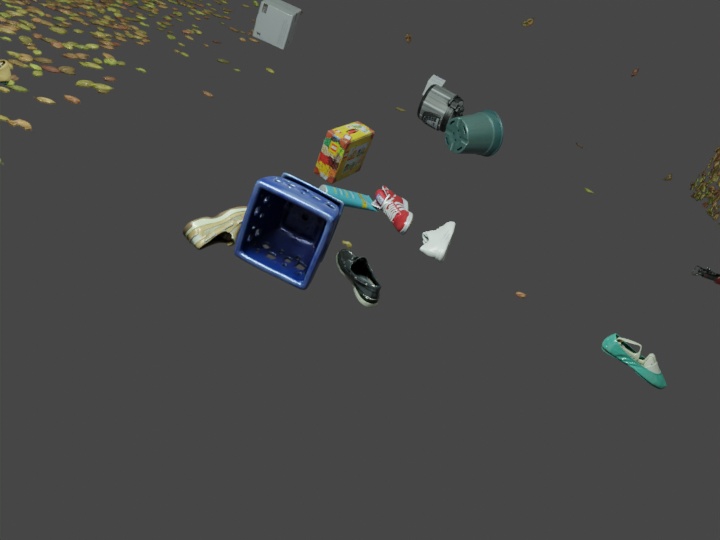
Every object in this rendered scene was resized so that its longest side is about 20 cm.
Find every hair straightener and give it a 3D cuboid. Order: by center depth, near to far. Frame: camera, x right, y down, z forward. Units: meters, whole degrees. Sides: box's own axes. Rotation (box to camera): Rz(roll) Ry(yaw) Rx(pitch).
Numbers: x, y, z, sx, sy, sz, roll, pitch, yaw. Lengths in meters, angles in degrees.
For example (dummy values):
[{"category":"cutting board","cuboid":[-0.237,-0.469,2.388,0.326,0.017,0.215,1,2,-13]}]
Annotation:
[{"category":"hair straightener","cuboid":[1.478,0.021,2.436,0.196,0.041,0.078,10,35,-16]}]

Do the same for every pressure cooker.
[{"category":"pressure cooker","cuboid":[0.379,-0.733,2.622,0.198,0.181,0.176,32,30,13]}]

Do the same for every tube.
[{"category":"tube","cuboid":[-0.036,-0.215,1.725,0.197,0.051,0.078,6,46,-39]}]

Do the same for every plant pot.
[{"category":"plant pot","cuboid":[-0.154,-0.105,1.346,0.197,0.202,0.180,26,26,4]},{"category":"plant pot","cuboid":[0.482,-0.591,2.492,0.193,0.202,0.201,-12,46,-33]}]

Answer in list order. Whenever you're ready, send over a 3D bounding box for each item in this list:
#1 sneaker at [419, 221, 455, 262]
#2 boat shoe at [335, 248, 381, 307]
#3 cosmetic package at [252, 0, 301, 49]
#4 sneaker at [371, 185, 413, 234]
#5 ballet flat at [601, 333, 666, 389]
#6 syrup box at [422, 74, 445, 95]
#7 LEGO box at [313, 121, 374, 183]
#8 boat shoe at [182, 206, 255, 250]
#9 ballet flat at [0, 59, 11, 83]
[{"category":"sneaker","cuboid":[0.229,-0.100,1.720,0.087,0.076,0.200,17,32,11]},{"category":"boat shoe","cuboid":[-0.002,0.000,1.413,0.073,0.067,0.201,5,37,-27]},{"category":"cosmetic package","cuboid":[-0.399,-1.189,2.753,0.162,0.167,0.201,21,33,-6]},{"category":"sneaker","cuboid":[0.093,-0.184,1.722,0.111,0.072,0.201,30,22,-18]},{"category":"ballet flat","cuboid":[0.768,0.245,1.587,0.199,0.071,0.067,37,34,17]},{"category":"syrup box","cuboid":[0.396,-0.981,3.082,0.080,0.080,0.201,26,32,3]},{"category":"LEGO box","cuboid":[-0.051,-0.382,1.850,0.077,0.151,0.200,33,32,13]},{"category":"boat shoe","cuboid":[-0.315,-0.090,1.341,0.199,0.072,0.076,-27,72,-43]},{"category":"ballet flat","cuboid":[-1.006,-0.519,1.471,0.068,0.064,0.199,39,35,23]}]
